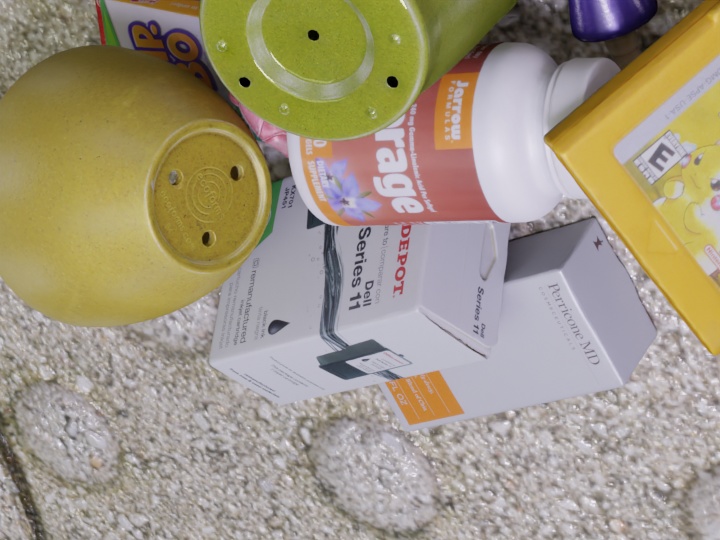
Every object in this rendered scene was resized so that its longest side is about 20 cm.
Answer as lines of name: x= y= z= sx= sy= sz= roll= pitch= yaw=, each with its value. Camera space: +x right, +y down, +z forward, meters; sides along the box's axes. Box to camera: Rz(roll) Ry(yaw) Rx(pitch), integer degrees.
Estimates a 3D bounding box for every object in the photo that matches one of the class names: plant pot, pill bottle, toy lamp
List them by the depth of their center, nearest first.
plant pot: x=-0.001 y=-0.176 z=1.080 sx=0.200 sy=0.193 sz=0.201 roll=10 pitch=130 yaw=13
pill bottle: x=0.063 y=-0.085 z=1.191 sx=0.199 sy=0.112 sz=0.113 roll=-1 pitch=121 yaw=30
toy lamp: x=0.178 y=-0.112 z=1.206 sx=0.058 sy=0.058 sz=0.201 roll=-3 pitch=122 yaw=34
plant pot: x=-0.141 y=-0.053 z=1.296 sx=0.142 sy=0.200 sz=0.201 roll=9 pitch=129 yaw=51

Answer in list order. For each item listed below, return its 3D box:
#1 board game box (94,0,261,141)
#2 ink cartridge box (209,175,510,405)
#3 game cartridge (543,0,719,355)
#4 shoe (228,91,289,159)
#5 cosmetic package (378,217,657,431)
board game box: x=-0.112 y=-0.149 z=1.388 sx=0.199 sy=0.030 sz=0.096 roll=16 pitch=130 yaw=26
ink cartridge box: x=0.000 y=0.000 z=1.330 sx=0.200 sy=0.147 sz=0.083 roll=-16 pitch=145 yaw=38
game cartridge: x=0.234 y=-0.075 z=1.114 sx=0.200 sy=0.032 sz=0.176 roll=-40 pitch=112 yaw=4
shoe: x=-0.063 y=-0.152 z=1.271 sx=0.091 sy=0.072 sz=0.200 roll=-36 pitch=125 yaw=14
cosmetic package: x=0.098 y=0.043 z=1.360 sx=0.200 sy=0.071 sz=0.102 roll=-17 pitch=112 yaw=39
